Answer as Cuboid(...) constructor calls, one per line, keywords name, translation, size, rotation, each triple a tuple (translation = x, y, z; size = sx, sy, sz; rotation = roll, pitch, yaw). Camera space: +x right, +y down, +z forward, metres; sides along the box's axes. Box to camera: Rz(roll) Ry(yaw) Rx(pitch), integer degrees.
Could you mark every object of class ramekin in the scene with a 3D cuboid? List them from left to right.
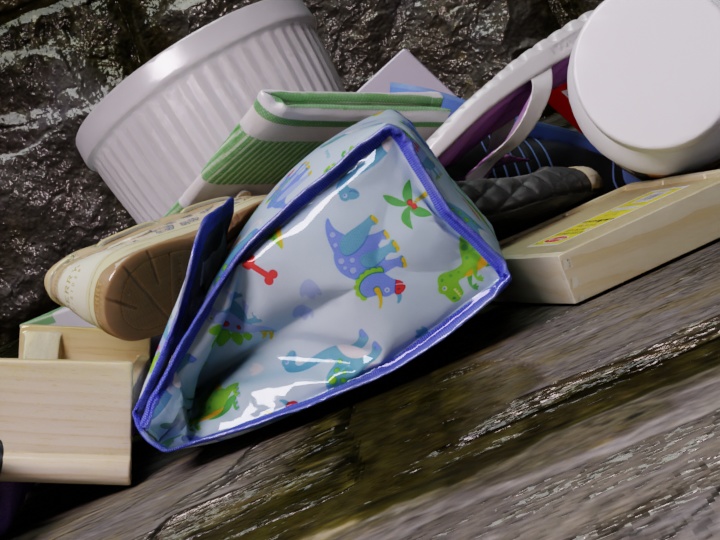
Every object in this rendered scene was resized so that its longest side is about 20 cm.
Cuboid(name="ramekin", translation=(-0.098, -0.100, 1.443), size=(0.200, 0.105, 0.200), rotation=(-32, -7, -5))

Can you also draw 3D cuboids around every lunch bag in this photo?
Cuboid(name="lunch bag", translation=(-0.031, 0.011, 1.051), size=(0.200, 0.128, 0.170), rotation=(-40, 4, 7))

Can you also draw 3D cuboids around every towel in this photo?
Cuboid(name="towel", translation=(-0.052, -0.051, 1.252), size=(0.152, 0.024, 0.200), rotation=(-4, -28, -39))

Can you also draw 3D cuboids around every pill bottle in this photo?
Cuboid(name="pill bottle", translation=(0.186, -0.111, 1.190), size=(0.116, 0.117, 0.200), rotation=(-22, -6, 12))

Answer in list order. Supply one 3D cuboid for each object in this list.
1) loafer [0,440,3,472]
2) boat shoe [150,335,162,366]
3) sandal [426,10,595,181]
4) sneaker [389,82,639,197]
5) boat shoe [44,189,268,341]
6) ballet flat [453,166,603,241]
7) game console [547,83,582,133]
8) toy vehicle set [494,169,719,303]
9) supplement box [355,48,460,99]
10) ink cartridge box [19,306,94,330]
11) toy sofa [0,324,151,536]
Cuboid(name="loafer", translation=(-0.260, 0.121, 1.008), size=(0.199, 0.072, 0.073), rotation=(-26, 42, 36))
Cuboid(name="boat shoe", translation=(-0.107, 0.054, 1.224), size=(0.199, 0.063, 0.072), rotation=(-16, 5, 46))
Cuboid(name="sandal", translation=(0.095, -0.093, 1.245), size=(0.202, 0.050, 0.083), rotation=(-41, -8, -18))
Cuboid(name="sneaker", translation=(0.102, -0.065, 1.328), size=(0.199, 0.078, 0.070), rotation=(15, 4, -10))
Cuboid(name="boat shoe", translation=(-0.096, -0.010, 1.178), size=(0.062, 0.074, 0.199), rotation=(16, 18, 38))
Cuboid(name="ballet flat", translation=(0.065, -0.046, 1.192), size=(0.199, 0.057, 0.066), rotation=(-9, -20, -31))
Cuboid(name="game console", translation=(0.234, -0.131, 1.418), size=(0.119, 0.172, 0.200), rotation=(-50, 7, -5))
Cuboid(name="toy vehicle set", translation=(0.137, -0.019, 1.103), size=(0.124, 0.027, 0.200), rotation=(-24, 4, -11))
Cuboid(name="supplement box", translation=(0.018, -0.068, 1.445), size=(0.109, 0.061, 0.200), rotation=(-43, -15, -10))
Cuboid(name="ink cartridge box", translation=(-0.124, 0.033, 1.427), size=(0.199, 0.088, 0.145), rotation=(-23, 3, -29))
Cuboid(name="toy sofa", translation=(-0.163, 0.088, 1.110), size=(0.082, 0.098, 0.200), rotation=(2, 3, -4))
